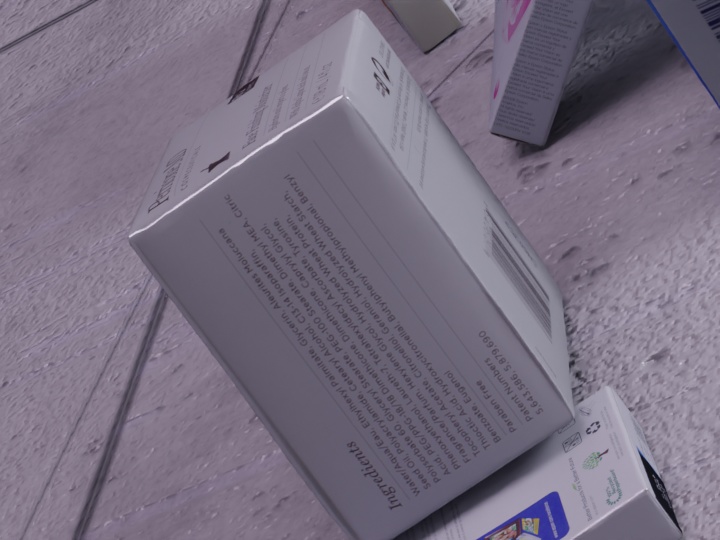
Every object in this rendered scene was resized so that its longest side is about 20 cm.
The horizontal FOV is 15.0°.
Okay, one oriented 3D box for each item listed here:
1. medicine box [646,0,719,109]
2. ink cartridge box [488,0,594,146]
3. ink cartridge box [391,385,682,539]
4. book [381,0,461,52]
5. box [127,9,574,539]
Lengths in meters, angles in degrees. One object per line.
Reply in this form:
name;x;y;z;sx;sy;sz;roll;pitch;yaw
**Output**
medicine box;0.214;-0.199;1.469;0.103;0.182;0.200;-24;30;26
ink cartridge box;0.122;-0.209;1.636;0.197;0.043;0.201;-83;8;-55
ink cartridge box;0.054;0.142;1.304;0.200;0.039;0.100;-33;27;11
book;-0.002;-0.239;1.868;0.048;0.134;0.200;-36;27;6
box;0.000;0.000;1.376;0.130;0.200;0.199;-34;13;11
